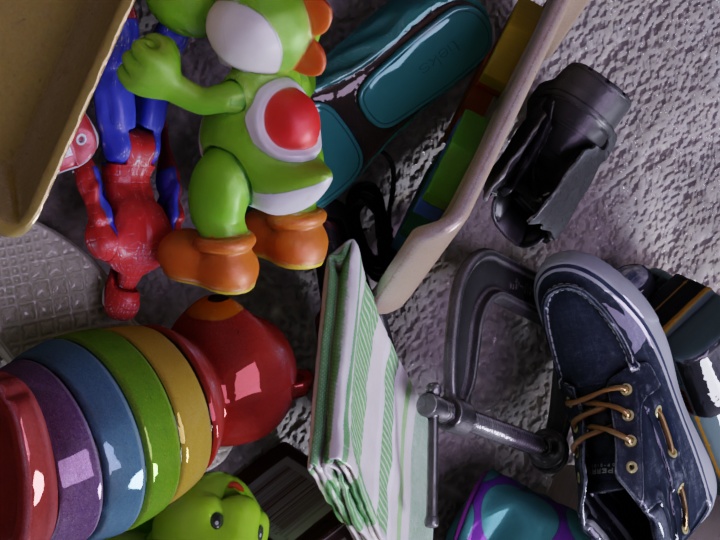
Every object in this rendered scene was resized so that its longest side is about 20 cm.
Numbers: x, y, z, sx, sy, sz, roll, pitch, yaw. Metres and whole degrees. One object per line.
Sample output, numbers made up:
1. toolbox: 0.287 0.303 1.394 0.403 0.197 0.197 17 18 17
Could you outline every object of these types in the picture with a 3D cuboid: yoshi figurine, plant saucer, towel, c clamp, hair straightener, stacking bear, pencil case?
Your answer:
1. yoshi figurine: -0.069 -0.098 1.274 0.111 0.113 0.201 2 113 -2
2. plant saucer: -0.205 -0.145 1.171 0.199 0.048 0.201 25 93 0
3. towel: 0.012 0.095 1.381 0.200 0.023 0.153 64 24 -51
4. c clamp: 0.087 0.076 1.511 0.200 0.027 0.172 14 76 -57
5. hair straightener: 0.000 0.000 1.460 0.077 0.041 0.201 -33 121 -37
6. stacking bear: -0.119 0.072 1.272 0.199 0.121 0.114 -20 110 -36
7. pencil case: 0.145 0.208 1.552 0.093 0.199 0.085 -54 169 -47

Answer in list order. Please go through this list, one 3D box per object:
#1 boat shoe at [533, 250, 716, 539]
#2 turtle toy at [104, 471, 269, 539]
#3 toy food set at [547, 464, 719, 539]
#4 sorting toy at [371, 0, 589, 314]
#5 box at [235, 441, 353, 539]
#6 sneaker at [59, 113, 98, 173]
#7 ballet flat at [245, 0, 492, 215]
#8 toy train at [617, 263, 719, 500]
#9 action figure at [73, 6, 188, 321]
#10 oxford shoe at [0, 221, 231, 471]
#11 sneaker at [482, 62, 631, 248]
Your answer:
1. boat shoe: 0.155 0.090 1.504 0.201 0.071 0.091 61 37 -15
2. turtle toy: -0.123 0.199 1.388 0.145 0.101 0.201 21 100 -41
3. toy food set: 0.191 0.236 1.640 0.060 0.143 0.201 -41 137 -59
4. sorting toy: 0.066 -0.079 1.385 0.036 0.185 0.201 31 73 0
5. box: -0.016 0.212 1.488 0.075 0.100 0.201 -36 126 -20
6. sneaker: -0.160 -0.129 1.251 0.112 0.071 0.200 35 93 -37
7. ballet flat: -0.014 -0.089 1.380 0.200 0.070 0.067 -38 117 -8
8. toy train: 0.219 0.084 1.607 0.085 0.114 0.201 -38 127 -19
9. action figure: -0.122 -0.074 1.303 0.065 0.052 0.201 1 92 -43
10. oxford shoe: -0.151 0.042 1.342 0.200 0.058 0.075 43 74 -27
11. sneaker: 0.106 -0.060 1.432 0.060 0.200 0.105 33 83 2
